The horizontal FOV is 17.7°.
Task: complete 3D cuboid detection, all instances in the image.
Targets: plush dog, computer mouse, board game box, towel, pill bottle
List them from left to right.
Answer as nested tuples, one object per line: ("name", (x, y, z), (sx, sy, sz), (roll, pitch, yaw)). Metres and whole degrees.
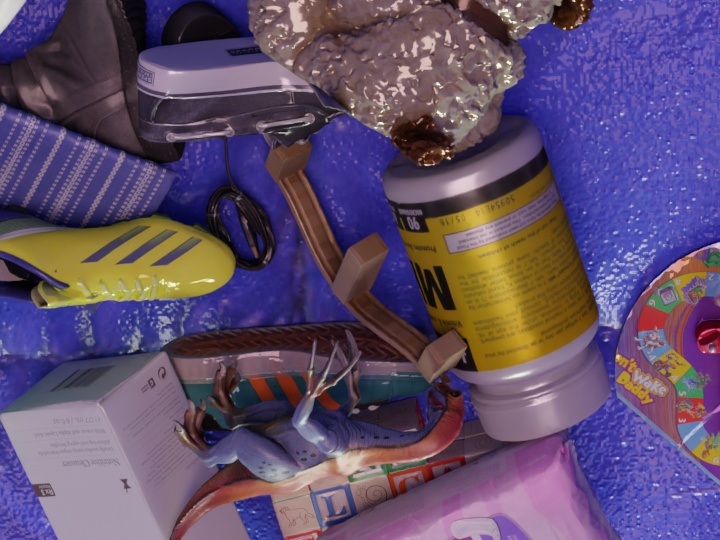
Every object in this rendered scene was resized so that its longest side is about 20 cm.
("towel", (-0.244, -0.055, 1.577), (0.199, 0.024, 0.145), (21, 128, -18))
("computer mouse", (-0.098, -0.091, 1.592), (0.058, 0.034, 0.201), (-23, 116, -27))
("plush dog", (0.055, -0.162, 1.429), (0.199, 0.160, 0.172), (28, 100, -28))
("pill bottle", (0.097, 0.006, 1.571), (0.114, 0.114, 0.201), (-18, 108, 9))
("board game box", (0.278, 0.079, 1.626), (0.200, 0.039, 0.158), (41, 107, -11))

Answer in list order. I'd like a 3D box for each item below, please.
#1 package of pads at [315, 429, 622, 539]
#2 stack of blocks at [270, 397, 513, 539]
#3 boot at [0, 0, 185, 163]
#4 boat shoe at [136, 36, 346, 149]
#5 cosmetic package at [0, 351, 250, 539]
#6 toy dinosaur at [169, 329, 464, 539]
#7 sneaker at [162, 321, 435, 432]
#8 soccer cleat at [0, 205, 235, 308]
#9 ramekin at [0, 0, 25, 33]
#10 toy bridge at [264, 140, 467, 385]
("package of pads", (0.080, 0.198, 1.599), (0.199, 0.076, 0.121), (-26, 104, 11))
("stack of blocks", (0.041, 0.156, 1.657), (0.199, 0.059, 0.116), (-14, 109, 8))
("boot", (-0.206, -0.147, 1.556), (0.131, 0.070, 0.201), (-12, 107, 11))
("boat shoe", (-0.052, -0.115, 1.541), (0.199, 0.072, 0.068), (-6, 117, -19))
("cosmetic package", (-0.159, 0.164, 1.638), (0.112, 0.081, 0.201), (-9, 110, 41))
("toy dinosaur", (-0.023, 0.112, 1.541), (0.181, 0.105, 0.201), (19, 118, 19))
("sneaker", (-0.040, 0.085, 1.633), (0.199, 0.071, 0.080), (-1, 111, 12))
("soccer cleat", (-0.184, 0.002, 1.556), (0.199, 0.084, 0.065), (6, 130, -6))
("ramekin", (-0.250, -0.224, 1.467), (0.094, 0.203, 0.203), (31, 109, -20))
("toy bridge", (0.000, 0.000, 1.575), (0.027, 0.067, 0.200), (-30, 74, -25))
